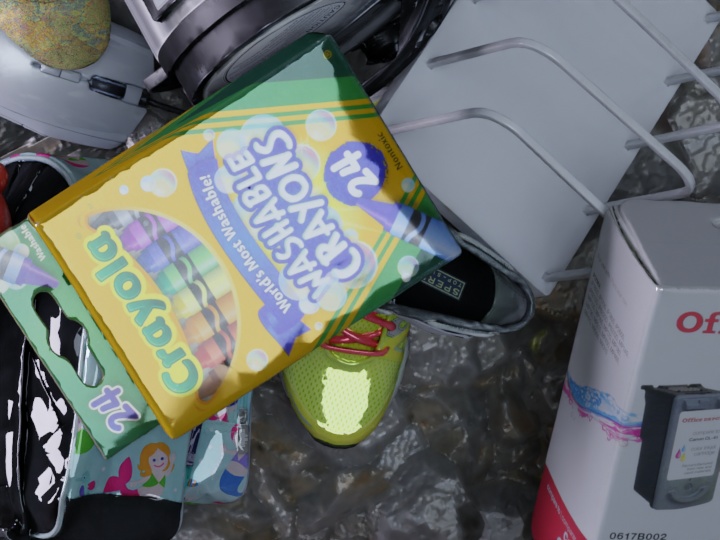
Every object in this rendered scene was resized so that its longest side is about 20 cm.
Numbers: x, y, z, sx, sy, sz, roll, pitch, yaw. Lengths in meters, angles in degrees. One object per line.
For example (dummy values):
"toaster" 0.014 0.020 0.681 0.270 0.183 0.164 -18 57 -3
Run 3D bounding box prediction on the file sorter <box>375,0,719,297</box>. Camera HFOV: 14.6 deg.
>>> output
"file sorter" 0.126 -0.109 1.471 0.139 0.124 0.200 41 69 -21

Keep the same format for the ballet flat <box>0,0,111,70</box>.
"ballet flat" -0.187 -0.200 1.473 0.071 0.071 0.200 -24 84 -5

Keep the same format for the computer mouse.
"computer mouse" -0.151 -0.101 1.519 0.200 0.044 0.110 16 94 -9

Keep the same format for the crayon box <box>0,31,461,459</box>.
"crayon box" -0.069 -0.009 1.353 0.200 0.052 0.126 -33 101 -5

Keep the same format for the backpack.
"backpack" -0.140 0.038 1.468 0.150 0.177 0.200 -2 91 -31

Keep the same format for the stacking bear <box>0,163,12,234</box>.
"stacking bear" -0.253 0.006 1.427 0.114 0.121 0.200 48 130 -10

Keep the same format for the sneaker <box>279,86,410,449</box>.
"sneaker" 0.000 0.000 1.524 0.078 0.090 0.200 8 95 -9

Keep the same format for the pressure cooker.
"pressure cooker" -0.042 -0.176 1.444 0.178 0.176 0.200 -26 83 -18

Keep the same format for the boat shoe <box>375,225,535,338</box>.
"boat shoe" 0.003 -0.011 1.430 0.199 0.068 0.074 30 81 -31

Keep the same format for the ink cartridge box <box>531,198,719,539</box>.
"ink cartridge box" 0.181 0.073 1.418 0.147 0.086 0.200 1 122 -16
